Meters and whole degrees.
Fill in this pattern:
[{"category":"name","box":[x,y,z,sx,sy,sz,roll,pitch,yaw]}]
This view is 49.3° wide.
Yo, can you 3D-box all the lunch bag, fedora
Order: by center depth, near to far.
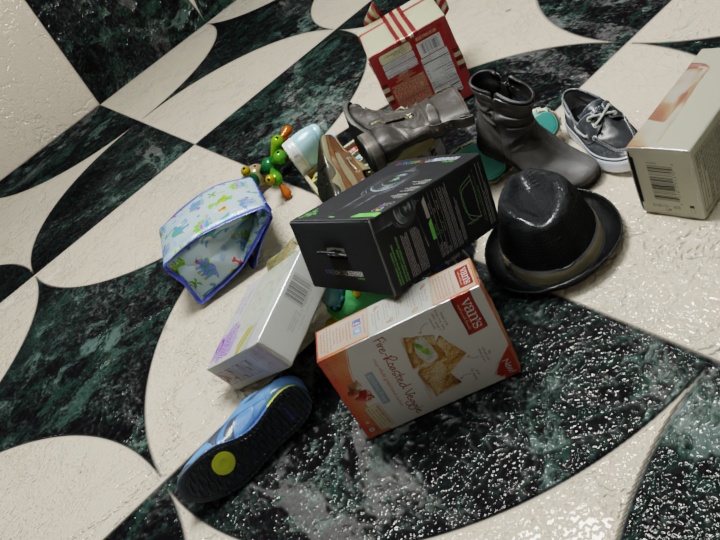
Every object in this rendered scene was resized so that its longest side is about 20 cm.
[{"category":"fedora","box":[0.227,-0.066,0.983,0.197,0.092,0.203,-22,34,16]},{"category":"lunch bag","box":[-0.245,-0.068,1.374,0.199,0.128,0.170,-42,31,3]}]

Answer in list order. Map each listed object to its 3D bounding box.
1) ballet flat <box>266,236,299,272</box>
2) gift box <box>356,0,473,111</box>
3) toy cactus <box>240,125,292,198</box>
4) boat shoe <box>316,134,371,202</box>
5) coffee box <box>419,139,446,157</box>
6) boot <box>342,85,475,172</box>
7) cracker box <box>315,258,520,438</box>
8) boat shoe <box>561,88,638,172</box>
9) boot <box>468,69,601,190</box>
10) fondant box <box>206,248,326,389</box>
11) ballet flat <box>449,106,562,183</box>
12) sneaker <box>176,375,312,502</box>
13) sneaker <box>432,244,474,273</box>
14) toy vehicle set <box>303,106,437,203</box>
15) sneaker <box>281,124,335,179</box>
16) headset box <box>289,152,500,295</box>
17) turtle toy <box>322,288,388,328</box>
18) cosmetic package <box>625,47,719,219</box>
[{"category":"ballet flat","box":[-0.104,0.004,1.162,0.071,0.071,0.200,-48,3,-24]},{"category":"gift box","box":[0.102,-0.409,1.462,0.181,0.203,0.188,-22,31,6]},{"category":"toy cactus","box":[-0.179,-0.194,1.540,0.164,0.102,0.202,-22,31,52]},{"category":"boat shoe","box":[-0.020,-0.125,1.127,0.072,0.077,0.202,-2,41,-12]},{"category":"coffee box","box":[0.050,-0.153,1.268,0.111,0.081,0.202,-6,41,34]},{"category":"boot","box":[0.072,-0.227,1.173,0.171,0.070,0.201,-26,37,0]},{"category":"cracker box","box":[0.064,0.091,0.879,0.197,0.135,0.058,-26,32,11]},{"category":"boat shoe","box":[0.336,-0.203,1.095,0.071,0.068,0.201,-28,32,7]},{"category":"boot","box":[0.231,-0.188,1.062,0.197,0.133,0.070,26,66,27]},{"category":"fondant box","box":[-0.125,0.070,1.059,0.199,0.058,0.146,-31,31,57]},{"category":"ballet flat","box":[0.213,-0.180,1.190,0.196,0.077,0.064,-24,2,6]},{"category":"sneaker","box":[-0.147,0.208,0.986,0.199,0.067,0.078,-41,21,-12]},{"category":"sneaker","box":[0.114,-0.056,1.106,0.084,0.078,0.201,-22,25,34]},{"category":"toy vehicle set","box":[0.013,-0.174,1.227,0.198,0.027,0.124,-35,33,-3]},{"category":"sneaker","box":[-0.062,-0.183,1.327,0.081,0.200,0.075,-37,74,3]},{"category":"headset box","box":[0.035,-0.055,0.942,0.198,0.095,0.173,-32,20,-29]},{"category":"turtle toy","box":[0.000,0.000,1.089,0.143,0.102,0.202,-25,33,12]},{"category":"cosmetic package","box":[0.415,-0.170,0.950,0.200,0.104,0.086,-46,35,-23]}]
